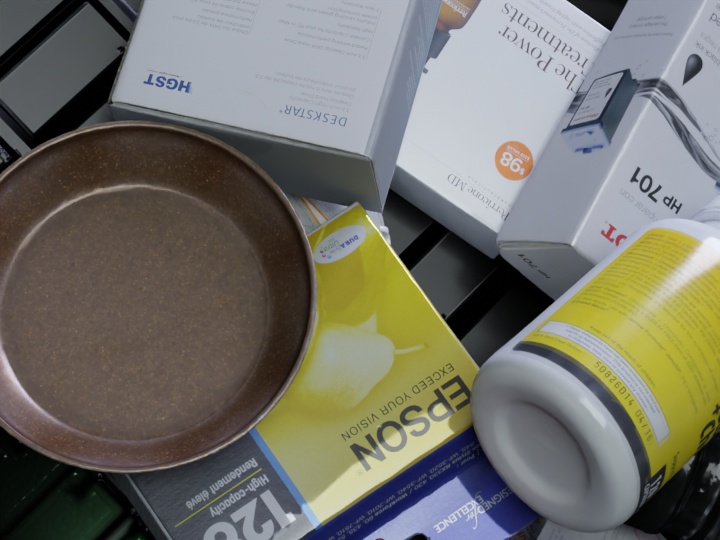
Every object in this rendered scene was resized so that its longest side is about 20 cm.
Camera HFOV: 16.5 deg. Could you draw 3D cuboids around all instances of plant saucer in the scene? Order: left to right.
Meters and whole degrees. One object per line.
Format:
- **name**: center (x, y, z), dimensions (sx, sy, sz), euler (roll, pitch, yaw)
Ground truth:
- **plant saucer**: center (-0.122, 0.017, 1.341), dimensions (0.199, 0.037, 0.202), euler (0, 69, -1)

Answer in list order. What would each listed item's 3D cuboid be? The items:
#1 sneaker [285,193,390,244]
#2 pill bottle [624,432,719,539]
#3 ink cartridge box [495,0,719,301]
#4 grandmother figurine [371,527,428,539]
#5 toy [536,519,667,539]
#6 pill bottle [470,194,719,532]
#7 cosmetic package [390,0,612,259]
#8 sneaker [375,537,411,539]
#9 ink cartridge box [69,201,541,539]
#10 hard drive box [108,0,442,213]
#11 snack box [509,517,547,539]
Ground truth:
- **sneaker**: center (0.000, 0.000, 1.454), dimensions (0.200, 0.076, 0.092), euler (39, 69, -3)
- **pill bottle**: center (0.255, 0.141, 1.455), dimensions (0.199, 0.112, 0.113), euler (21, 74, -6)
- **ink cartridge box**: center (0.194, -0.058, 1.477), dimensions (0.146, 0.086, 0.201), euler (37, 72, -26)
- **grandmother figurine**: center (0.011, 0.161, 1.385), dimensions (0.121, 0.061, 0.201), euler (25, 65, -16)
- **toy**: center (0.176, 0.215, 1.443), dimensions (0.200, 0.047, 0.115), euler (40, 28, 0)
- **pill bottle**: center (0.160, 0.042, 1.344), dimensions (0.200, 0.112, 0.112), euler (-39, 88, -31)
- **cosmetic package**: center (0.042, -0.126, 1.501), dimensions (0.199, 0.052, 0.151), euler (34, 76, -3)
- **sneaker**: center (-0.015, 0.198, 1.299), dimensions (0.198, 0.079, 0.096), euler (-4, 107, -12)
- **ink cartridge box**: center (-0.026, 0.095, 1.355), dimensions (0.197, 0.047, 0.200), euler (-33, 72, -15)
- **hard drive box**: center (-0.038, -0.151, 1.419), dimensions (0.155, 0.077, 0.201), euler (13, 69, 11)
- **snack box**: center (0.092, 0.190, 1.444), dimensions (0.071, 0.024, 0.201), euler (-3, 78, -33)
